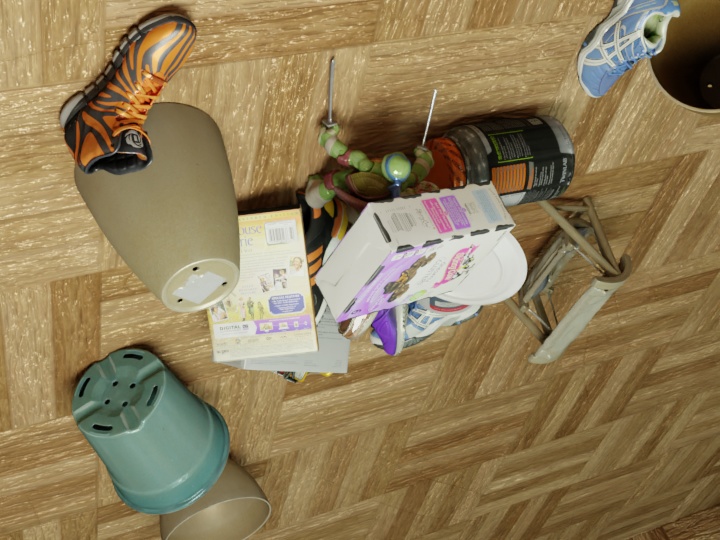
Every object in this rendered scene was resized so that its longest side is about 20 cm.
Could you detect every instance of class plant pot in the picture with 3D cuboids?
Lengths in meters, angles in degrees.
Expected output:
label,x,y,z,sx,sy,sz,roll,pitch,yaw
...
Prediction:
label,x,y,z,sx,sy,sz,roll,pitch,yaw
plant pot,0.518,-0.293,1.517,0.186,0.187,0.200,-39,159,17
plant pot,-0.321,0.230,1.593,0.199,0.201,0.197,-26,141,-3
plant pot,-0.275,0.404,1.908,0.199,0.135,0.201,-19,146,-13
plant pot,-0.216,-0.057,1.248,0.186,0.201,0.188,-20,148,-13

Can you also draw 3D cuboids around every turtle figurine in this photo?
label,x,y,z,sx,sy,sz,roll,pitch,yaw
turtle figurine,0.014,-0.149,1.383,0.143,0.202,0.194,-14,170,-31

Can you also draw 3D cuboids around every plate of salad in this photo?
label,x,y,z,sx,sy,sz,roll,pitch,yaw
plate of salad,0.138,-0.026,1.496,0.198,0.048,0.201,15,141,12

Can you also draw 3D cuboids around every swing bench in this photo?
label,x,y,z,sx,sy,sz,roll,pitch,yaw
swing bench,0.330,0.015,1.760,0.129,0.201,0.199,0,139,-37

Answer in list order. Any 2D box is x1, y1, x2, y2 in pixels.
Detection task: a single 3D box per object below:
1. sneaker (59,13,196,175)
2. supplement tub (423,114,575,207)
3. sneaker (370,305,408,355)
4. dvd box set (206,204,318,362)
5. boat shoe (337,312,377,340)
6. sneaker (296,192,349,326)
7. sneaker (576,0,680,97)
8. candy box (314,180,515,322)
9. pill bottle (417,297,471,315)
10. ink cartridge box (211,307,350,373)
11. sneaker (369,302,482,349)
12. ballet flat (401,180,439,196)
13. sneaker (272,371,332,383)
label,x,y,z,sx,sy,sz,roll,pitch,yaw
sneaker,-0.236,-0.176,1.147,0.200,0.113,0.077,-42,145,21
supplement tub,0.190,-0.148,1.500,0.198,0.123,0.123,-10,144,-25
sneaker,0.022,0.049,1.684,0.099,0.070,0.201,2,129,8
dvd box set,-0.138,0.018,1.425,0.145,0.029,0.202,-7,106,1
boat shoe,0.000,0.000,1.561,0.071,0.076,0.202,19,87,-24
sneaker,-0.084,-0.012,1.471,0.090,0.070,0.202,19,87,-41
sneaker,0.360,-0.308,1.448,0.075,0.077,0.201,-10,145,-29
candy box,0.067,-0.025,1.333,0.199,0.072,0.168,-13,155,-34
pill bottle,0.132,-0.033,1.620,0.119,0.120,0.201,-21,148,-10
ink cartridge box,-0.106,0.056,1.567,0.199,0.083,0.177,8,89,-43
sneaker,0.102,0.065,1.783,0.199,0.076,0.077,-27,122,2
ballet flat,0.039,-0.040,1.445,0.200,0.076,0.064,-48,177,37
sneaker,-0.117,0.133,1.699,0.199,0.083,0.078,0,138,-36
